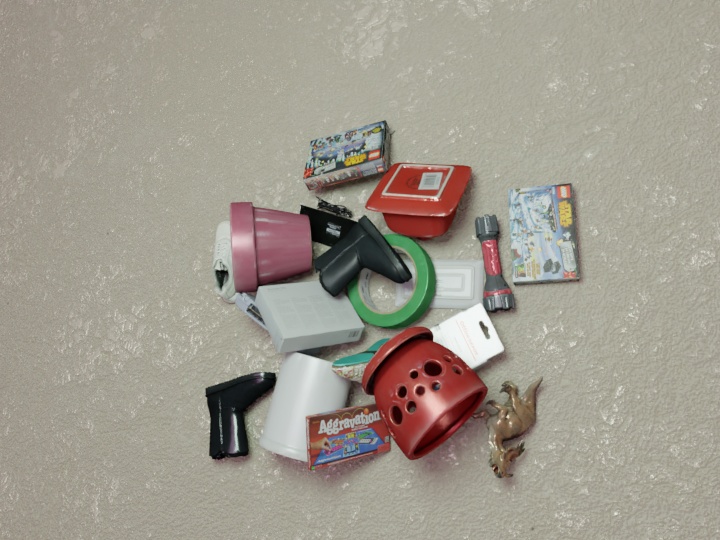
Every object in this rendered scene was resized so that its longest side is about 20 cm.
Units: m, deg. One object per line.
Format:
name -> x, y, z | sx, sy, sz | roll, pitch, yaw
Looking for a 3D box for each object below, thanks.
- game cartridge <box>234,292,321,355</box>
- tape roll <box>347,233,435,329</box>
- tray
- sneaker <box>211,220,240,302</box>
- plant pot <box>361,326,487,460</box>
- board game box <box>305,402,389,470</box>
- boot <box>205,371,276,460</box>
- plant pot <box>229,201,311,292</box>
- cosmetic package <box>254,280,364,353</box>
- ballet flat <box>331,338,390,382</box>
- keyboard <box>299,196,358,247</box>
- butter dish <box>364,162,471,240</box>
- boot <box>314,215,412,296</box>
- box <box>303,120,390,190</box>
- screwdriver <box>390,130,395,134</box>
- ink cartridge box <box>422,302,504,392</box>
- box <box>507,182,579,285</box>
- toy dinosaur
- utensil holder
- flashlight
game cartridge -> -0.182, 0.124, 1.403 | 0.198, 0.133, 0.041 | 35, 93, 18
tape roll -> 0.067, 0.025, 1.371 | 0.196, 0.048, 0.205 | -7, 75, 28
tray -> 0.171, 0.028, 1.371 | 0.195, 0.022, 0.110 | 0, 80, 18
sneaker -> -0.325, -0.028, 1.512 | 0.074, 0.081, 0.205 | -12, 74, 17
plant pot -> 0.114, 0.226, 1.190 | 0.200, 0.200, 0.183 | -45, 61, 4
board game box -> -0.023, 0.335, 1.282 | 0.019, 0.197, 0.106 | -5, 88, 54
boot -> -0.266, 0.332, 1.416 | 0.197, 0.076, 0.172 | -19, 70, 20
plant pot -> -0.204, -0.057, 1.419 | 0.175, 0.200, 0.205 | -4, 76, -11
cosmetic package -> -0.110, 0.094, 1.343 | 0.152, 0.196, 0.052 | 59, 139, 35
ballet flat -> 0.017, 0.197, 1.302 | 0.074, 0.198, 0.066 | -1, 100, 40
keyboard -> -0.054, -0.108, 1.473 | 0.196, 0.040, 0.106 | 19, 108, 19
butter dish -> 0.134, -0.134, 1.359 | 0.195, 0.150, 0.201 | 6, 39, 23
boot -> 0.000, 0.000, 1.329 | 0.168, 0.076, 0.201 | -43, 54, 7
box -> -0.031, -0.267, 1.445 | 0.196, 0.040, 0.139 | -12, 48, 20
screwdriver -> -0.001, -0.280, 1.489 | 0.199, 0.028, 0.029 | -40, 99, 5
ink cartridge box -> 0.194, 0.166, 1.310 | 0.197, 0.067, 0.118 | -29, 71, 11
box -> 0.384, -0.076, 1.314 | 0.134, 0.040, 0.205 | -4, 78, 18
toy dinosaur -> 0.304, 0.305, 1.243 | 0.199, 0.086, 0.136 | -38, 80, -11
utensil holder -> -0.110, 0.290, 1.332 | 0.166, 0.170, 0.204 | 12, 79, 19
flashlight -> 0.279, -0.015, 1.317 | 0.067, 0.067, 0.205 | -17, 76, 49
